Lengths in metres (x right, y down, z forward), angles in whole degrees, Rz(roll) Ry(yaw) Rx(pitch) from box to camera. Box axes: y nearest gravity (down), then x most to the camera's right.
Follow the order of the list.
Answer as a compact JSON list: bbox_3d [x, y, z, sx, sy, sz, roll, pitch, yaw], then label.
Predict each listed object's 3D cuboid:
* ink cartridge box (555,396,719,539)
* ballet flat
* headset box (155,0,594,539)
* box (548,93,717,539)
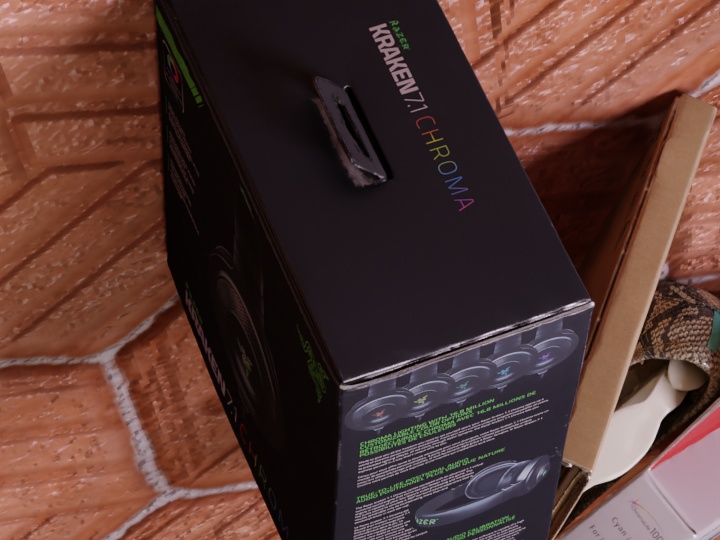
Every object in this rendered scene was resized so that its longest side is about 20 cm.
[{"bbox_3d":[0.187,0.083,1.396,0.176,0.045,0.200,-45,168,33],"label":"ink cartridge box"},{"bbox_3d":[0.095,0.085,1.358,0.068,0.075,0.200,38,120,-15],"label":"ballet flat"},{"bbox_3d":[0.000,0.000,1.029,0.092,0.175,0.200,-18,152,-13],"label":"headset box"},{"bbox_3d":[0.086,0.046,1.196,0.021,0.200,0.164,24,141,-1],"label":"box"}]
